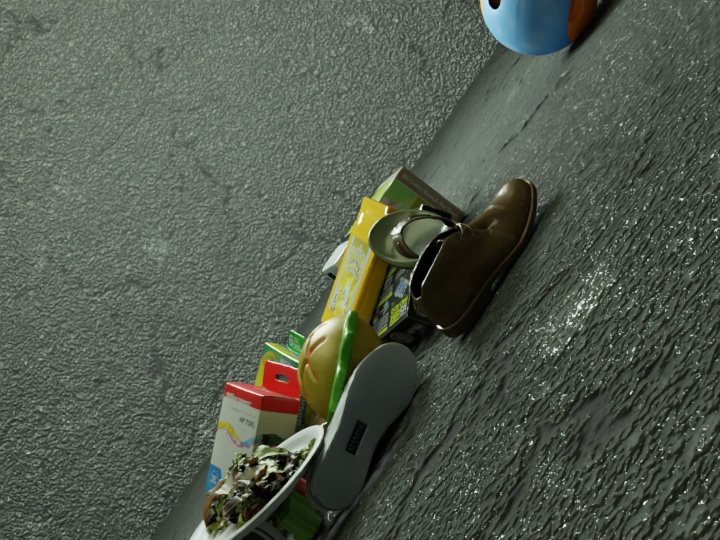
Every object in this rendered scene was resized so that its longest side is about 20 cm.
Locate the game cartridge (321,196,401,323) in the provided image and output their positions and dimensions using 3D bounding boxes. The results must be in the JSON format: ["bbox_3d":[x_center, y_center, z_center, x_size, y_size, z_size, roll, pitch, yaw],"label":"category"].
[{"bbox_3d":[0.000,0.000,1.336,0.176,0.032,0.202,-144,70,-75],"label":"game cartridge"}]

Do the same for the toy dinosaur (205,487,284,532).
[{"bbox_3d":[-0.125,0.316,1.214,0.199,0.103,0.136,-37,15,-17],"label":"toy dinosaur"}]

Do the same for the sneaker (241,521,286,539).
[{"bbox_3d":[-0.140,0.350,1.042,0.080,0.078,0.201,-55,-4,-46],"label":"sneaker"}]

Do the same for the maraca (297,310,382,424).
[{"bbox_3d":[-0.021,0.114,1.115,0.200,0.106,0.138,104,175,-79],"label":"maraca"}]

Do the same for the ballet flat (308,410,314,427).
[{"bbox_3d":[-0.078,0.228,1.444,0.200,0.071,0.072,-54,4,32],"label":"ballet flat"}]

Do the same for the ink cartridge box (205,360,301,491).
[{"bbox_3d":[-0.151,0.231,1.349,0.116,0.067,0.202,5,84,54],"label":"ink cartridge box"}]

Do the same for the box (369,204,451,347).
[{"bbox_3d":[0.053,0.027,1.255,0.200,0.044,0.162,132,150,-60],"label":"box"}]

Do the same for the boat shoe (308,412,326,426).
[{"bbox_3d":[-0.028,0.160,1.288,0.200,0.069,0.074,-50,6,44],"label":"boat shoe"}]

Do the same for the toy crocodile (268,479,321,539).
[{"bbox_3d":[-0.076,0.261,1.074,0.062,0.067,0.200,-54,4,-5],"label":"toy crocodile"}]

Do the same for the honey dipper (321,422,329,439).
[{"bbox_3d":[-0.058,0.233,1.283,0.038,0.038,0.200,-56,3,-19],"label":"honey dipper"}]

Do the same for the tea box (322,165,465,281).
[{"bbox_3d":[0.050,-0.046,1.568,0.198,0.133,0.200,-56,5,-6],"label":"tea box"}]

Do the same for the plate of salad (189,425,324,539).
[{"bbox_3d":[-0.120,0.230,1.009,0.200,0.048,0.200,-40,6,5],"label":"plate of salad"}]

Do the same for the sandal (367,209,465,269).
[{"bbox_3d":[0.081,-0.039,1.124,0.200,0.057,0.080,17,73,49],"label":"sandal"}]

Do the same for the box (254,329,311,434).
[{"bbox_3d":[-0.117,0.195,1.410,0.117,0.048,0.202,19,94,55],"label":"box"}]

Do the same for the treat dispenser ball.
[{"bbox_3d":[0.303,-0.470,1.603,0.202,0.200,0.201,-54,5,7],"label":"treat dispenser ball"}]

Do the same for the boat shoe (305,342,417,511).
[{"bbox_3d":[-0.003,0.169,1.020,0.201,0.071,0.070,-64,12,-26],"label":"boat shoe"}]

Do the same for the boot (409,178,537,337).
[{"bbox_3d":[0.124,-0.031,1.012,0.201,0.075,0.073,-57,21,-20],"label":"boot"}]
